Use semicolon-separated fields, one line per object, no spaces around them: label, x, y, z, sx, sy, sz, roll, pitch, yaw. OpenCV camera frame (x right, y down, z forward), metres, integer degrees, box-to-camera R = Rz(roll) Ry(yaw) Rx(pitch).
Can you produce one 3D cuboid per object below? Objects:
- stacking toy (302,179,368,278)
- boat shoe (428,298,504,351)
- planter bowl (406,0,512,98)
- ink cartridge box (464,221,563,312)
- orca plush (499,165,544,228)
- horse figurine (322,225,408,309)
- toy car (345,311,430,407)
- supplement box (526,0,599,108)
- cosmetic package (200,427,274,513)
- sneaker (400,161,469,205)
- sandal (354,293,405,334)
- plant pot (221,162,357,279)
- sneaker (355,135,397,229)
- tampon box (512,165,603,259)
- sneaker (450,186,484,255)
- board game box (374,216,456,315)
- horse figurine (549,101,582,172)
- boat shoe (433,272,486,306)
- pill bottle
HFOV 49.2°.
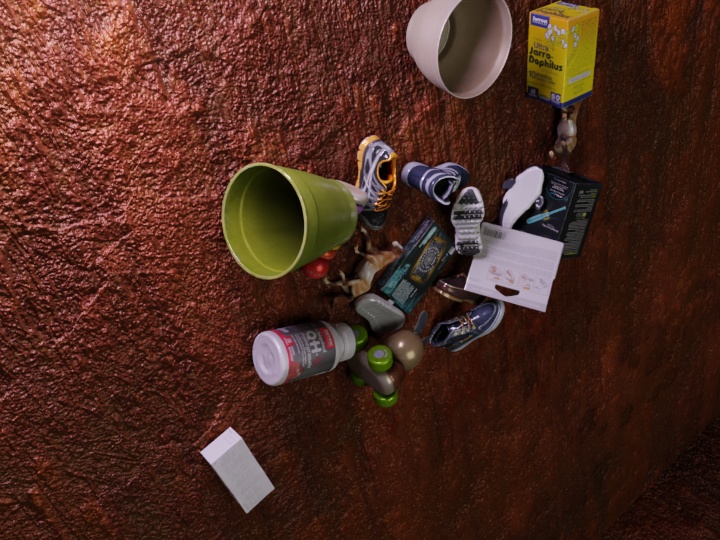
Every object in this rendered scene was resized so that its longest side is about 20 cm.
stacking toy;-0.059;-0.073;1.550;0.085;0.085;0.200;7;112;-45
boat shoe;0.260;0.135;1.928;0.091;0.071;0.200;11;135;-44
planter bowl;0.173;-0.445;1.505;0.200;0.135;0.200;-23;128;-33
ink cartridge box;0.363;-0.006;1.870;0.045;0.200;0.176;66;41;-76
orca plush;0.397;-0.168;1.928;0.071;0.105;0.200;-41;143;-65
horse figurine;0.000;0.000;1.666;0.200;0.050;0.133;-56;138;-2
toy car;0.077;0.173;1.761;0.200;0.158;0.164;-35;142;-23
supplement box;0.450;-0.484;1.762;0.109;0.109;0.200;-28;129;-29
cosmetic package;-0.260;0.426;1.671;0.083;0.051;0.200;-40;135;-21
sneaker;0.190;-0.187;1.691;0.200;0.108;0.070;-2;115;-42
sandal;0.045;0.087;1.754;0.082;0.050;0.203;-21;151;11
plant pot;-0.111;-0.095;1.420;0.193;0.200;0.201;-12;122;-52
sneaker;0.036;-0.167;1.582;0.078;0.077;0.200;-27;131;-32
tampon box;0.485;-0.146;1.962;0.126;0.150;0.200;-5;117;-41
sneaker;0.244;-0.124;1.790;0.200;0.075;0.081;84;12;-51
board game box;0.130;-0.010;1.798;0.200;0.028;0.135;-53;137;-5
horse figurine;0.501;-0.341;1.910;0.133;0.050;0.200;-17;112;-60
boat shoe;0.249;0.038;1.910;0.200;0.070;0.070;10;113;-55
pill bottle;-0.111;0.163;1.613;0.200;0.111;0.111;-10;120;-40
